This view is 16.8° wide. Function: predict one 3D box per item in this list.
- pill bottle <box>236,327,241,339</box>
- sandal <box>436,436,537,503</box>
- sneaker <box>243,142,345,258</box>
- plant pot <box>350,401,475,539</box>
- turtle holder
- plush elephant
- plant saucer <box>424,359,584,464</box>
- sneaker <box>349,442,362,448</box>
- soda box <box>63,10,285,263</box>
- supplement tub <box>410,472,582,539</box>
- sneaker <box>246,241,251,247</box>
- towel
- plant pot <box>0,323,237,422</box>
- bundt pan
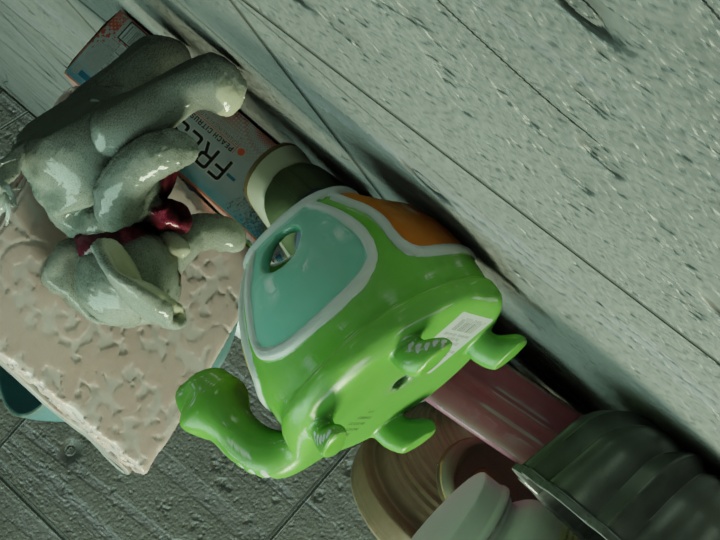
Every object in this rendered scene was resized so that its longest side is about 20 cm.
[{"bbox_3d":[-0.074,0.005,2.009,0.112,0.112,0.200,42,175,-13],"label":"pill bottle"},{"bbox_3d":[0.128,0.194,1.663,0.200,0.080,0.054,54,147,6],"label":"sandal"},{"bbox_3d":[0.000,0.000,1.604,0.090,0.067,0.200,41,175,41],"label":"sneaker"},{"bbox_3d":[0.101,0.149,1.780,0.200,0.093,0.201,20,-150,-12],"label":"plant pot"},{"bbox_3d":[-0.010,0.038,1.410,0.141,0.186,0.132,-18,-116,-43],"label":"turtle holder"},{"bbox_3d":[-0.143,-0.036,1.550,0.155,0.200,0.165,62,161,-20],"label":"plush elephant"},{"bbox_3d":[0.095,0.090,1.635,0.200,0.051,0.201,33,180,0],"label":"plant saucer"},{"bbox_3d":[-0.034,0.041,1.865,0.087,0.075,0.201,130,124,-75],"label":"sneaker"},{"bbox_3d":[-0.115,-0.093,1.733,0.200,0.064,0.068,41,175,9],"label":"soda box"},{"bbox_3d":[0.117,0.239,1.565,0.200,0.145,0.145,40,176,-4],"label":"supplement tub"},{"bbox_3d":[-0.080,-0.046,1.793,0.200,0.076,0.075,43,178,17],"label":"sneaker"},{"bbox_3d":[-0.171,0.009,1.650,0.032,0.191,0.200,-4,139,48],"label":"towel"},{"bbox_3d":[-0.167,0.022,1.791,0.134,0.201,0.200,15,-172,-27],"label":"plant pot"},{"bbox_3d":[0.188,0.155,1.438,0.202,0.076,0.202,42,176,3],"label":"bundt pan"}]
